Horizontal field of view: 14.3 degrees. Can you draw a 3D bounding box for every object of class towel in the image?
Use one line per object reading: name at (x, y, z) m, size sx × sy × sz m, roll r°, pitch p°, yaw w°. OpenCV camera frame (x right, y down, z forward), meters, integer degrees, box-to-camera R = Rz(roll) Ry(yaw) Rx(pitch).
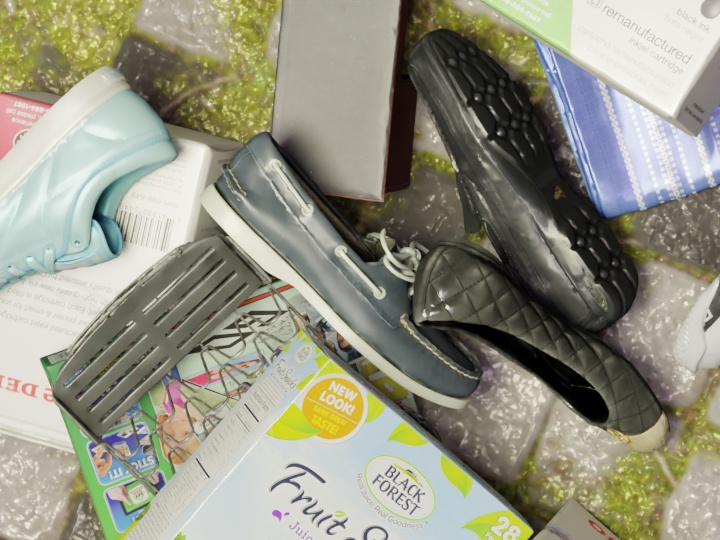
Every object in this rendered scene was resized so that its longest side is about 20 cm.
towel at (0.206, -0.125, 1.648) m, size 0.200 × 0.024 × 0.145 m, roll -18°, pitch 91°, yaw 16°

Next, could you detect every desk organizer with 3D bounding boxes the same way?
desk organizer at (-0.003, -0.145, 1.674) m, size 0.072 × 0.077 × 0.200 m, roll 7°, pitch 97°, yaw 14°

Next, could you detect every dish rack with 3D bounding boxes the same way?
dish rack at (-0.070, 0.084, 1.634) m, size 0.153 × 0.055 × 0.200 m, roll -44°, pitch 115°, yaw -2°

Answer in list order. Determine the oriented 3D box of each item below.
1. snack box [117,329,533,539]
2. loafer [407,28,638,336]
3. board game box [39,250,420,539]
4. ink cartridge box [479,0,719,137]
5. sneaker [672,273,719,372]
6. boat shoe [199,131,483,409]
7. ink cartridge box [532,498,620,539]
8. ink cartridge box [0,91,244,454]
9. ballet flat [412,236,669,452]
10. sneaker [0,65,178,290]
snack box at (-0.032, 0.163, 1.605) m, size 0.169 × 0.068 × 0.200 m, roll 40°, pitch 90°, yaw -22°
loafer at (0.083, -0.046, 1.664) m, size 0.070 × 0.068 × 0.201 m, roll -33°, pitch 90°, yaw 37°
board game box at (-0.072, 0.080, 1.683) m, size 0.200 × 0.029 × 0.135 m, roll -21°, pitch 105°, yaw -9°
ink cartridge box at (0.176, -0.199, 1.597) m, size 0.145 × 0.084 × 0.200 m, roll 33°, pitch 94°, yaw 17°
sneaker at (0.275, 0.012, 1.615) m, size 0.200 × 0.075 × 0.115 m, roll -45°, pitch 84°, yaw 15°
boat shoe at (0.000, 0.000, 1.634) m, size 0.200 × 0.075 × 0.062 m, roll 41°, pitch 100°, yaw -9°
ink cartridge box at (0.112, 0.246, 1.617) m, size 0.147 × 0.200 × 0.145 m, roll 41°, pitch 106°, yaw 8°
ink cartridge box at (-0.165, 0.004, 1.729) m, size 0.146 × 0.085 × 0.200 m, roll 15°, pitch 97°, yaw 13°
ballet flat at (0.101, 0.052, 1.635) m, size 0.200 × 0.066 × 0.057 m, roll 37°, pitch 66°, yaw -28°
sneaker at (-0.185, -0.021, 1.651) m, size 0.082 × 0.074 × 0.200 m, roll 45°, pitch 105°, yaw 11°
